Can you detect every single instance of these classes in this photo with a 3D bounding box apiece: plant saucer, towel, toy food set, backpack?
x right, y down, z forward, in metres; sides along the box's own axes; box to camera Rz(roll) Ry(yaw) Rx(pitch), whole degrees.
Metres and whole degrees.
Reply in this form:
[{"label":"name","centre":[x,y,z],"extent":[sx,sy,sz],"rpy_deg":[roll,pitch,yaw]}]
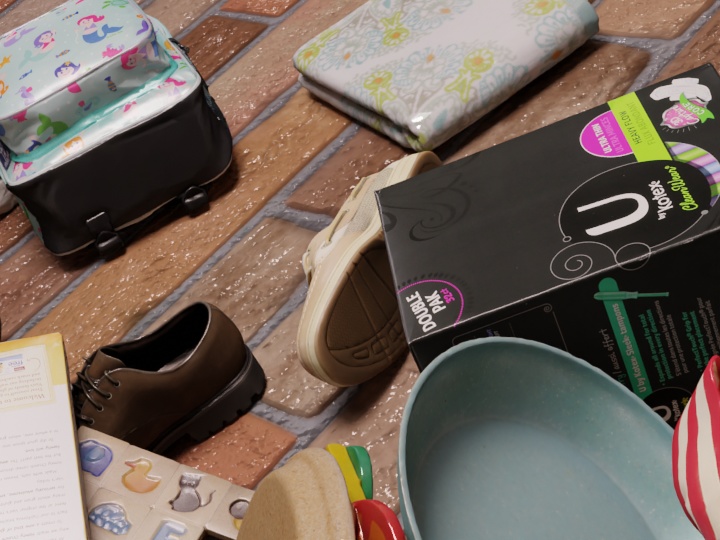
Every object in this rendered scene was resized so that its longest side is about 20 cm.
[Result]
[{"label":"plant saucer","centre":[0.090,0.121,0.631],"extent":[0.036,0.199,0.201],"rpy_deg":[-47,19,37]},{"label":"towel","centre":[0.059,-0.169,1.118],"extent":[0.171,0.048,0.200],"rpy_deg":[-38,37,-14]},{"label":"toy food set","centre":[-0.024,0.172,0.623],"extent":[0.048,0.200,0.200],"rpy_deg":[9,19,-14]},{"label":"backpack","centre":[-0.207,-0.125,1.142],"extent":[0.176,0.151,0.200],"rpy_deg":[-29,30,-4]}]

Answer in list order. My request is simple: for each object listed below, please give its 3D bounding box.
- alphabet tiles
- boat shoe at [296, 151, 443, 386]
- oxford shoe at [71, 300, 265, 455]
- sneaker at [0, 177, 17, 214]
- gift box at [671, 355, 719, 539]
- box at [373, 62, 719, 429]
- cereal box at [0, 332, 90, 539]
[{"label":"alphabet tiles","centre":[-0.133,0.162,0.767],"extent":[0.198,0.008,0.168],"rpy_deg":[17,47,17]},{"label":"boat shoe","centre":[0.000,0.000,0.915],"extent":[0.064,0.072,0.201],"rpy_deg":[-12,34,32]},{"label":"oxford shoe","centre":[-0.156,0.088,0.879],"extent":[0.200,0.085,0.072],"rpy_deg":[-40,39,-19]},{"label":"sneaker","centre":[-0.338,-0.055,1.172],"extent":[0.075,0.088,0.201],"rpy_deg":[-2,42,26]},{"label":"gift box","centre":[0.214,0.118,0.529],"extent":[0.185,0.201,0.185],"rpy_deg":[-6,38,7]},{"label":"box","centre":[0.124,0.006,0.777],"extent":[0.198,0.125,0.149],"rpy_deg":[-21,33,7]},{"label":"cereal box","centre":[-0.215,0.126,0.770],"extent":[0.142,0.040,0.201],"rpy_deg":[-9,45,-9]}]
